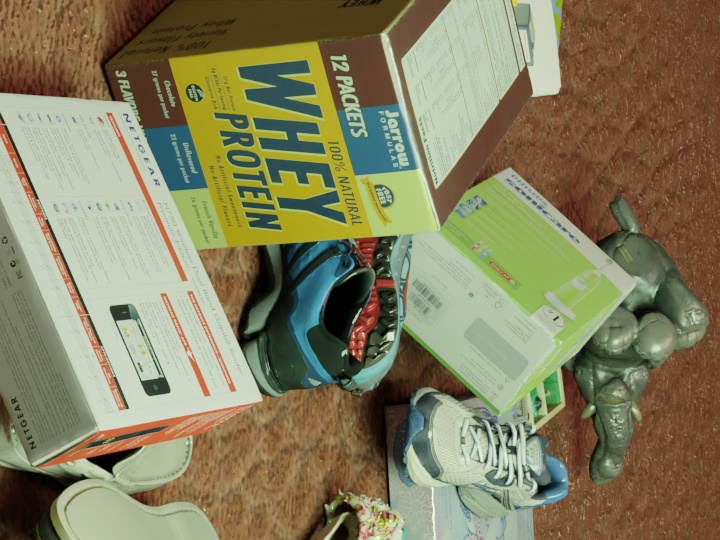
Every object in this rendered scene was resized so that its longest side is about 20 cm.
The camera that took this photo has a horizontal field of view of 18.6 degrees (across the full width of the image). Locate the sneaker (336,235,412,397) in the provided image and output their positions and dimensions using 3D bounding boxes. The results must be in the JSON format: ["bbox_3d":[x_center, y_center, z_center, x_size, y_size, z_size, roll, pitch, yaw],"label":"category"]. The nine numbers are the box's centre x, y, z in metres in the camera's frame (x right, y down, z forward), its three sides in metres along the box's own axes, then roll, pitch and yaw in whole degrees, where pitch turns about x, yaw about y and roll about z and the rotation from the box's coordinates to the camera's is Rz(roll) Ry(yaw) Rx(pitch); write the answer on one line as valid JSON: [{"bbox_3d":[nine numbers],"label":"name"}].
[{"bbox_3d":[0.000,0.000,1.620,0.096,0.079,0.201,87,12,-60],"label":"sneaker"}]

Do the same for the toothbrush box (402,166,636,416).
[{"bbox_3d":[0.114,0.012,1.732,0.146,0.086,0.200,42,27,8],"label":"toothbrush box"}]

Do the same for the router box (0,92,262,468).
[{"bbox_3d":[-0.153,0.001,1.216,0.179,0.049,0.200,-3,66,-64],"label":"router box"}]

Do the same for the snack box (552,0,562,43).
[{"bbox_3d":[0.119,-0.294,1.887,0.169,0.067,0.201,42,51,-54],"label":"snack box"}]

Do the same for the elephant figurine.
[{"bbox_3d":[0.229,0.068,1.997,0.155,0.141,0.200,-43,160,-25],"label":"elephant figurine"}]

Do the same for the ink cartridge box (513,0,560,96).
[{"bbox_3d":[0.045,-0.164,1.625,0.200,0.145,0.088,-4,89,-64],"label":"ink cartridge box"}]

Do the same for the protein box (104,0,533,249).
[{"bbox_3d":[-0.021,-0.122,1.420,0.200,0.198,0.135,-54,134,-53],"label":"protein box"}]

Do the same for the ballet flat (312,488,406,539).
[{"bbox_3d":[-0.023,0.235,1.543,0.064,0.076,0.200,39,40,-17],"label":"ballet flat"}]

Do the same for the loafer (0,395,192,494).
[{"bbox_3d":[-0.148,0.096,1.275,0.200,0.070,0.070,16,73,-63],"label":"loafer"}]

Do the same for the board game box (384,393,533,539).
[{"bbox_3d":[0.084,0.202,1.776,0.199,0.043,0.201,-1,88,-64],"label":"board game box"}]

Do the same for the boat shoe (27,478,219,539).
[{"bbox_3d":[-0.142,0.164,1.275,0.075,0.062,0.200,63,13,13],"label":"boat shoe"}]

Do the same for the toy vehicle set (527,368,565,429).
[{"bbox_3d":[0.135,0.040,1.924,0.124,0.026,0.201,-30,114,-62],"label":"toy vehicle set"}]

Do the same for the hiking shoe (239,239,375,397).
[{"bbox_3d":[-0.025,-0.007,1.526,0.074,0.086,0.201,38,53,-57],"label":"hiking shoe"}]

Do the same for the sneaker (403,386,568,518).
[{"bbox_3d":[0.100,0.136,1.676,0.200,0.085,0.077,32,59,-56],"label":"sneaker"}]
